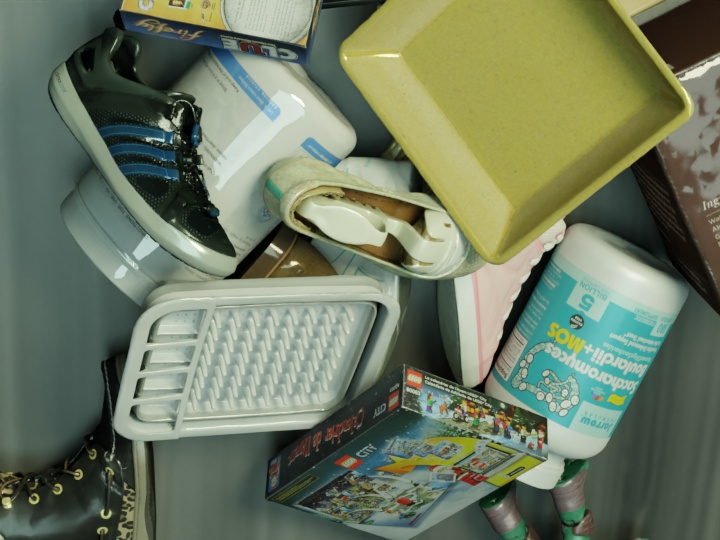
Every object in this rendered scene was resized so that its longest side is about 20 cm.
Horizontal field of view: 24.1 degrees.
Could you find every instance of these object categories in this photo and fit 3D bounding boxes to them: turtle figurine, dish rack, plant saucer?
[{"bbox_3d":[0.183,0.265,1.420,0.149,0.101,0.201,-24,102,2],"label":"turtle figurine"},{"bbox_3d":[-0.082,0.059,1.255,0.199,0.044,0.172,-1,140,-19],"label":"dish rack"},{"bbox_3d":[0.112,-0.138,1.190,0.200,0.048,0.200,-39,84,32],"label":"plant saucer"}]

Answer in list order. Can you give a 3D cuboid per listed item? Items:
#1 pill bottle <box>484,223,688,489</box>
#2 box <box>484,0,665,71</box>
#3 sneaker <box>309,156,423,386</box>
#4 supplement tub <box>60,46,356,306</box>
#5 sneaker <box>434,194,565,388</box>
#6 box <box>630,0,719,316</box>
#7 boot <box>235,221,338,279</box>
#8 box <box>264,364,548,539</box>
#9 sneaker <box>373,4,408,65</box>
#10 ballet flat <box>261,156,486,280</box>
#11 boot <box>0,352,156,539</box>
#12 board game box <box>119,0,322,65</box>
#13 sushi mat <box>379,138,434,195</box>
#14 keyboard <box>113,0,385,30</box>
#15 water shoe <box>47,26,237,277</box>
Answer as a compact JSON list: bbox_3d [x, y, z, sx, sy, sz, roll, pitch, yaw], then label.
[{"bbox_3d":[0.171,0.072,1.348,0.110,0.111,0.201,23,104,-12],"label":"pill bottle"},{"bbox_3d":[0.163,-0.258,1.241,0.199,0.021,0.164,-28,90,-12],"label":"box"},{"bbox_3d":[0.000,0.000,1.329,0.080,0.071,0.202,10,115,9],"label":"sneaker"},{"bbox_3d":[-0.113,-0.075,1.262,0.200,0.132,0.132,-43,107,8],"label":"supplement tub"},{"bbox_3d":[0.115,-0.002,1.332,0.104,0.075,0.202,-8,114,-11],"label":"sneaker"},{"bbox_3d":[0.295,-0.097,1.279,0.163,0.166,0.201,-26,109,3],"label":"box"},{"bbox_3d":[-0.094,0.054,1.315,0.075,0.074,0.200,38,118,-14],"label":"boot"},{"bbox_3d":[0.033,0.148,1.321,0.136,0.038,0.200,22,142,-26],"label":"box"},{"bbox_3d":[0.088,-0.142,1.288,0.200,0.076,0.116,38,109,-4],"label":"sneaker"},{"bbox_3d":[0.019,-0.026,1.218,0.199,0.062,0.068,15,109,-25],"label":"ballet flat"},{"bbox_3d":[-0.241,0.167,1.356,0.149,0.073,0.201,-3,113,-5],"label":"boot"},{"bbox_3d":[-0.081,-0.255,1.194,0.134,0.035,0.201,12,74,3],"label":"board game box"},{"bbox_3d":[0.077,-0.095,1.337,0.095,0.012,0.200,35,100,-16],"label":"sushi mat"},{"bbox_3d":[-0.082,-0.209,1.239,0.198,0.104,0.040,-5,105,-3],"label":"keyboard"},{"bbox_3d":[-0.139,-0.086,1.164,0.079,0.071,0.200,-43,74,10],"label":"water shoe"}]
